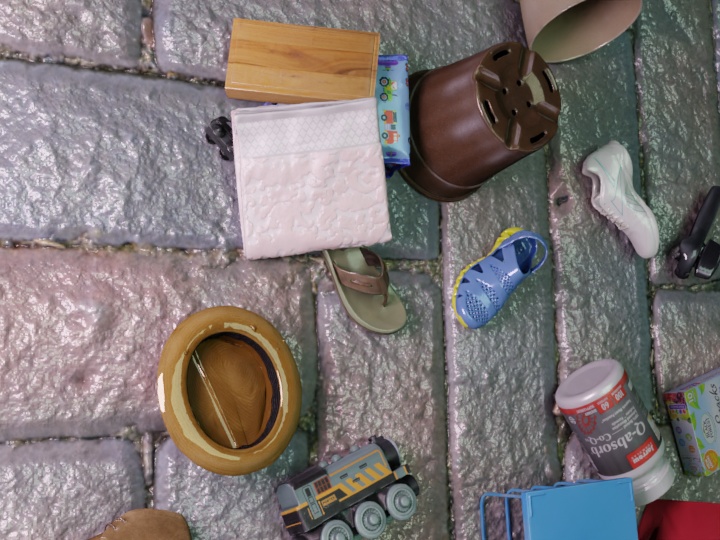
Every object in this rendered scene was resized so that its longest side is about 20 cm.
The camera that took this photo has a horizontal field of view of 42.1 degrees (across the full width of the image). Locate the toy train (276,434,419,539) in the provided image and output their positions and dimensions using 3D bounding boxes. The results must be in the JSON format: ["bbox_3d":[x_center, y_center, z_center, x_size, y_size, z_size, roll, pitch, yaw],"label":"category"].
[{"bbox_3d":[-0.014,0.293,1.209,0.197,0.085,0.116,-22,83,-31],"label":"toy train"}]

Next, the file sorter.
[{"bbox_3d":[0.284,0.375,1.339,0.196,0.122,0.142,0,82,-29],"label":"file sorter"}]

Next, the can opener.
[{"bbox_3d":[0.593,-0.064,1.630,0.077,0.064,0.202,26,57,5],"label":"can opener"}]

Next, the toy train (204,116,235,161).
[{"bbox_3d":[-0.128,-0.122,1.237,0.201,0.034,0.046,50,52,-14],"label":"toy train"}]

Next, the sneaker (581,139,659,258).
[{"bbox_3d":[0.424,-0.107,1.540,0.079,0.070,0.203,-26,92,-15],"label":"sneaker"}]

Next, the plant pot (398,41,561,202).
[{"bbox_3d":[0.166,-0.219,1.326,0.197,0.197,0.205,6,78,-28],"label":"plant pot"}]

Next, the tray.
[{"bbox_3d":[-0.075,-0.272,1.237,0.195,0.037,0.101,6,79,-1],"label":"tray"}]

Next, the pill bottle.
[{"bbox_3d":[0.391,0.248,1.426,0.115,0.115,0.202,-37,100,-29],"label":"pill bottle"}]

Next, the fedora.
[{"bbox_3d":[-0.166,0.149,1.141,0.197,0.082,0.205,8,73,-26],"label":"fedora"}]

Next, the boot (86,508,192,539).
[{"bbox_3d":[-0.284,0.315,1.064,0.197,0.073,0.077,9,59,-33],"label":"boot"}]

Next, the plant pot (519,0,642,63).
[{"bbox_3d":[0.324,-0.470,1.485,0.184,0.187,0.204,-7,71,-30],"label":"plant pot"}]

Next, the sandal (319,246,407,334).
[{"bbox_3d":[-0.001,0.000,1.274,0.079,0.057,0.203,-36,100,-29],"label":"sandal"}]

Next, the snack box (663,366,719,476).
[{"bbox_3d":[0.614,0.247,1.591,0.197,0.053,0.145,-16,89,-31],"label":"snack box"}]

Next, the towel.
[{"bbox_3d":[-0.062,-0.119,1.206,0.195,0.032,0.196,-7,103,-6],"label":"towel"}]

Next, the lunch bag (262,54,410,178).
[{"bbox_3d":[-0.037,-0.214,1.280,0.196,0.094,0.154,1,83,-18],"label":"lunch bag"}]

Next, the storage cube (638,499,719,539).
[{"bbox_3d":[0.533,0.474,1.434,0.200,0.179,0.172,42,64,-16],"label":"storage cube"}]

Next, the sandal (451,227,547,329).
[{"bbox_3d":[0.209,0.004,1.380,0.080,0.087,0.201,47,65,-16],"label":"sandal"}]
